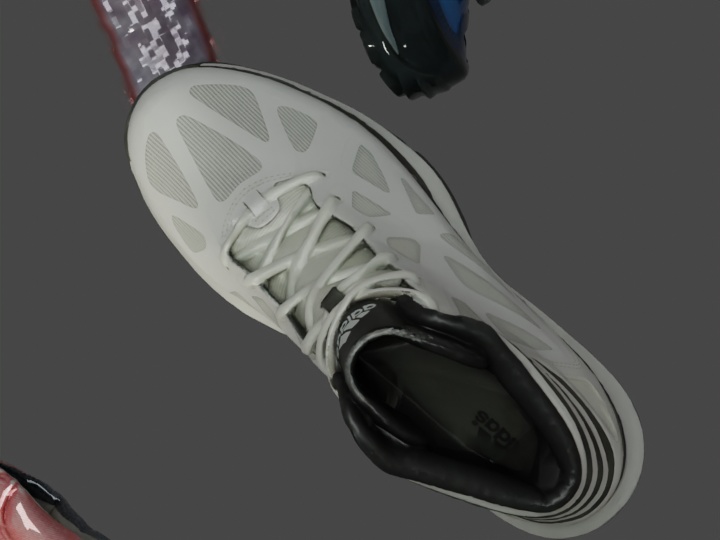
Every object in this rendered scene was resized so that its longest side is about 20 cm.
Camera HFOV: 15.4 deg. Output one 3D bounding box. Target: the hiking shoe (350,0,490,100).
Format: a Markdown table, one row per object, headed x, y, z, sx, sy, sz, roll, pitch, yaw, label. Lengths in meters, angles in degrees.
| x | y | z | sx | sy | sz | roll | pitch | yaw | label |
| --- | --- | --- | --- | --- | --- | --- | --- | --- | --- |
| 0.037 | -0.153 | 0.823 | 0.086 | 0.074 | 0.202 | 1 | 84 | 12 | hiking shoe |

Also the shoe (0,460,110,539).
| x | y | z | sx | sy | sz | roll | pitch | yaw | label |
| --- | --- | --- | --- | --- | --- | --- | --- | --- | --- |
| -0.159 | 0.084 | 0.842 | 0.199 | 0.071 | 0.091 | 31 | 86 | 9 | shoe |

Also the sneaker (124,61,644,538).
| x | y | z | sx | sy | sz | roll | pitch | yaw | label |
| --- | --- | --- | --- | --- | --- | --- | --- | --- | --- |
| 0.000 | 0.000 | 0.793 | 0.200 | 0.115 | 0.076 | 40 | 92 | 12 | sneaker |
